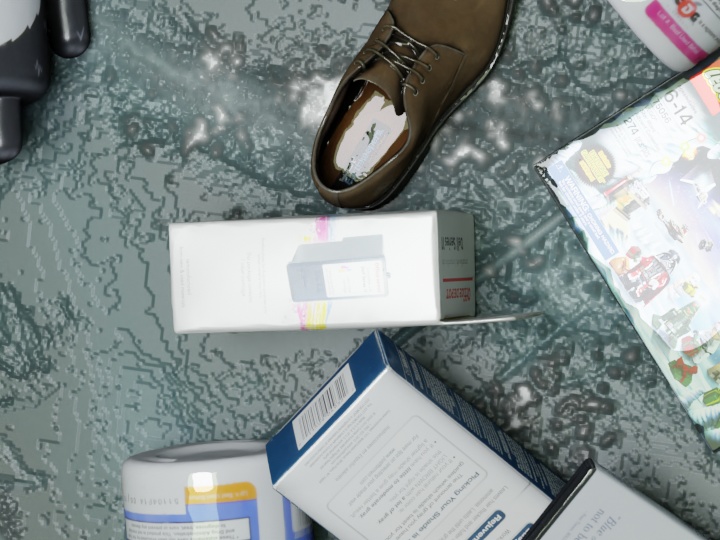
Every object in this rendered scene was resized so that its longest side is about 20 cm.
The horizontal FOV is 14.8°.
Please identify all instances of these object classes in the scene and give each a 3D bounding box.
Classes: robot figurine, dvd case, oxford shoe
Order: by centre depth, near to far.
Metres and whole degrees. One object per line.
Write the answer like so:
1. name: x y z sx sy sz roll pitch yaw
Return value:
1. dvd case: 0.165 0.216 1.604 0.200 0.018 0.143 34 101 -17
2. oxford shoe: 0.034 -0.123 1.616 0.073 0.084 0.200 28 98 11
3. robot figurine: -0.248 -0.159 1.648 0.125 0.150 0.200 -7 85 22

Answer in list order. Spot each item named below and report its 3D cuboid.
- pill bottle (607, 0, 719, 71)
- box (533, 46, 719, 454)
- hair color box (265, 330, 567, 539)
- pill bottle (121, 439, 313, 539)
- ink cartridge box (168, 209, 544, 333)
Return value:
1. pill bottle: 0.221 -0.214 1.553 0.200 0.113 0.113 -39 85 12
2. box: 0.211 -0.013 1.607 0.137 0.040 0.200 -33 86 12
3. hair color box: 0.051 0.137 1.603 0.200 0.061 0.100 40 102 -19
4. pill bottle: -0.080 0.206 1.649 0.112 0.112 0.200 -3 93 13
5. ink cartridge box: 0.000 0.000 1.614 0.200 0.117 0.067 -2 90 12
